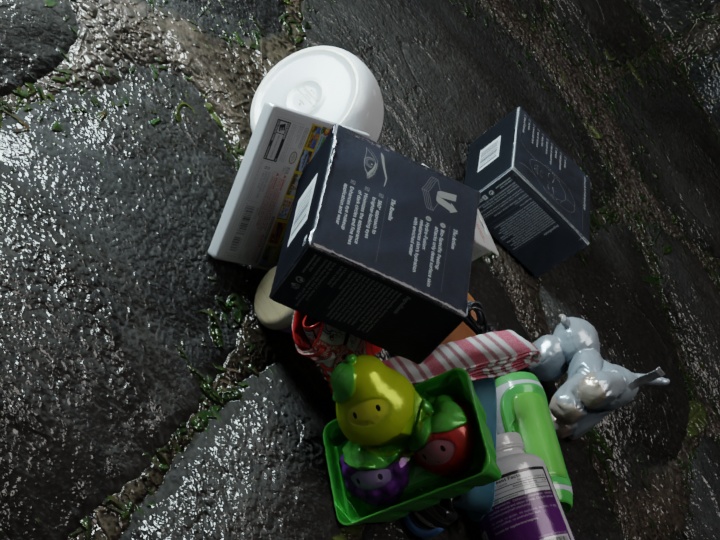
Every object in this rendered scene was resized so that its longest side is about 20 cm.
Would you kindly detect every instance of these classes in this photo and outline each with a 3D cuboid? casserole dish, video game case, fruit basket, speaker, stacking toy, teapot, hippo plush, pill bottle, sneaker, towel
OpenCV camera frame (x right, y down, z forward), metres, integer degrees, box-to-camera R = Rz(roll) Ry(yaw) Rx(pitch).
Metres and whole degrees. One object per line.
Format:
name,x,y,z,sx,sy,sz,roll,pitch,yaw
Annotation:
casserole dish,0.133,0.216,1.618,0.039,0.121,0.201,4,84,-17
video game case,-0.086,-0.097,1.594,0.023,0.201,0.182,29,12,40
fruit basket,0.041,0.189,1.462,0.215,0.215,0.156,22,45,-42
speaker,0.235,0.246,1.783,0.088,0.088,0.200,23,44,-41
stacking toy,-0.037,0.062,1.602,0.200,0.085,0.086,28,40,-43
teapot,-0.043,-0.197,1.750,0.146,0.197,0.201,47,43,-53
hippo plush,0.330,0.142,1.925,0.161,0.200,0.159,60,9,24
pill bottle,0.205,0.316,1.649,0.112,0.112,0.200,11,51,-48
sneaker,-0.033,0.106,1.521,0.108,0.067,0.202,-12,108,-45
towel,0.117,0.119,1.599,0.146,0.199,0.030,-126,-157,-78
sneaker,0.093,0.232,1.590,0.071,0.083,0.200,25,49,-37

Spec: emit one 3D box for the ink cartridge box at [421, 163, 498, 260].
ink cartridge box,0.128,-0.073,1.930,0.200,0.068,0.115,25,39,-60

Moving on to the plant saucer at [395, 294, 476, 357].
plant saucer,0.119,0.090,1.783,0.200,0.037,0.201,23,55,-38

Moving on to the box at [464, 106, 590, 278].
box,0.284,-0.133,2.167,0.197,0.124,0.200,41,34,-19

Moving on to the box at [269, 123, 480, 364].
box,0.020,-0.030,1.467,0.200,0.117,0.197,24,47,-14

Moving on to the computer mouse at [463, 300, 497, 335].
computer mouse,0.113,0.140,1.699,0.200,0.044,0.110,-41,111,-26
